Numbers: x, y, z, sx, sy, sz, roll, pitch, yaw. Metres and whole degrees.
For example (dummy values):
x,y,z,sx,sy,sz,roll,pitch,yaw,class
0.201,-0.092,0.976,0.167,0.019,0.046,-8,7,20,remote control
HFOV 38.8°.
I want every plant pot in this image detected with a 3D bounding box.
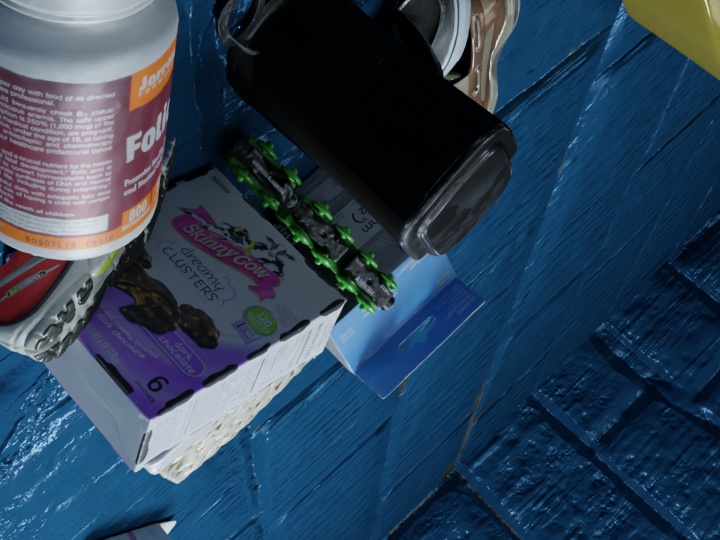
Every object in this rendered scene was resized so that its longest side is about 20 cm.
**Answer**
x,y,z,sx,sy,sz,roll,pitch,yaw,class
0.415,-0.360,1.188,0.195,0.196,0.199,-53,153,15,plant pot

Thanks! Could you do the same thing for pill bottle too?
x,y,z,sx,sy,sz,roll,pitch,yaw,class
-0.159,-0.110,0.558,0.114,0.114,0.201,-33,156,-35,pill bottle

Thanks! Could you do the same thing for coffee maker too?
x,y,z,sx,sy,sz,roll,pitch,yaw,class
0.003,-0.111,0.768,0.192,0.200,0.135,-13,140,-58,coffee maker

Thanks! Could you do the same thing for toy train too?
x,y,z,sx,sy,sz,roll,pitch,yaw,class
-0.041,-0.037,0.871,0.042,0.200,0.056,-46,-156,-7,toy train

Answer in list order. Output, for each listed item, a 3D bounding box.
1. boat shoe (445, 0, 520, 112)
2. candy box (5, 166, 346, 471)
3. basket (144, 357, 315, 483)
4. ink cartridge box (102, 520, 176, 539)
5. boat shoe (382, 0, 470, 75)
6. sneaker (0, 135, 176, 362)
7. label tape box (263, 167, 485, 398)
x,y,z,sx,sy,sz,roll,pitch,yaw,class
0.092,-0.198,0.994,0.072,0.076,0.201,-29,144,-33,boat shoe
-0.139,0.027,0.779,0.199,0.168,0.072,-30,157,-41,candy box
-0.146,0.077,0.918,0.200,0.136,0.124,-42,164,-15,basket
-0.298,0.390,1.283,0.117,0.067,0.200,-53,160,14,ink cartridge box
0.032,-0.175,0.897,0.071,0.072,0.201,-33,158,-45,boat shoe
-0.192,-0.035,0.693,0.201,0.084,0.077,-60,180,-37,sneaker
0.000,0.000,0.970,0.143,0.200,0.066,-41,155,-15,label tape box
